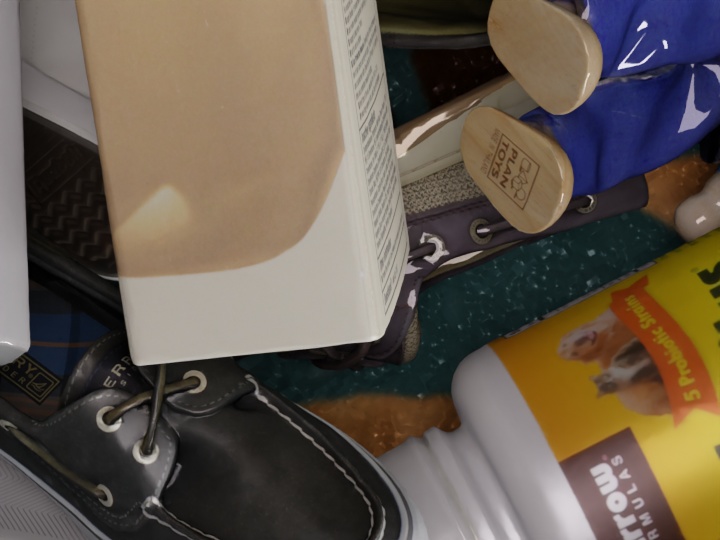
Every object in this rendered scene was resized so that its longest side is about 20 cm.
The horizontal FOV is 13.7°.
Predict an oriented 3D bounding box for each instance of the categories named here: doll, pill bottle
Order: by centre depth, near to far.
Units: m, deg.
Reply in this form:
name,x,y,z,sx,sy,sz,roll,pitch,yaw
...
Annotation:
name,x,y,z,sx,sy,sz,roll,pitch,yaw
doll,0.119,-0.063,0.918,0.200,0.048,0.137,-16,131,-37
pill bottle,0.103,0.051,0.925,0.200,0.109,0.109,-27,91,-2

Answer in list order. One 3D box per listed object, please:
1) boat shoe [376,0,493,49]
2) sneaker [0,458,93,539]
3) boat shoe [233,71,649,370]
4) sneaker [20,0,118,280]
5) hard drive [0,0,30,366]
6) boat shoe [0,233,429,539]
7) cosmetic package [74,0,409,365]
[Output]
name,x,y,z,sx,sy,sz,roll,pitch,yaw
boat shoe,-0.039,-0.109,0.901,0.200,0.066,0.072,11,124,5
sneaker,-0.099,0.092,0.938,0.200,0.112,0.073,18,56,27
boat shoe,0.000,0.000,0.942,0.200,0.072,0.065,-30,86,-8
sneaker,-0.123,-0.074,0.948,0.200,0.085,0.073,35,133,11
hard drive,-0.157,-0.078,0.835,0.132,0.026,0.201,8,69,-31
boat shoe,-0.069,0.041,0.857,0.200,0.057,0.069,27,66,29
cosmetic package,-0.037,-0.085,0.822,0.071,0.105,0.201,-6,103,7
